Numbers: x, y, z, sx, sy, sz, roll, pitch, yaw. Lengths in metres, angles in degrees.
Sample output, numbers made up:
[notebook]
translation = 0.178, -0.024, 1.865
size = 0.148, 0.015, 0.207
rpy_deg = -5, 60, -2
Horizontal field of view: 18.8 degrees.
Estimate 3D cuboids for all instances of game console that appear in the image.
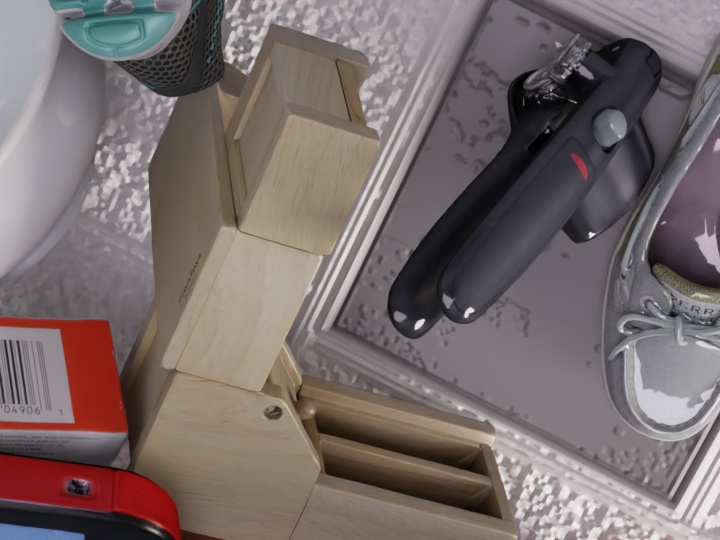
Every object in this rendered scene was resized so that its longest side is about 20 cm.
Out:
[game console]
translation = -0.183, 0.130, 0.920
size = 0.199, 0.031, 0.177
rpy_deg = 9, 140, -10

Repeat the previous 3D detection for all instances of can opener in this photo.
[can opener]
translation = 0.074, -0.035, 0.885
size = 0.063, 0.200, 0.079
rpy_deg = -32, 99, 40

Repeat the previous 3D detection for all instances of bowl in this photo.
[bowl]
translation = -0.180, -0.054, 0.957
size = 0.201, 0.201, 0.090
rpy_deg = -33, 135, 17

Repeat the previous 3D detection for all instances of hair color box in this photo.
[hair color box]
translation = -0.187, 0.098, 0.970
size = 0.111, 0.064, 0.200
rpy_deg = 4, 142, -25

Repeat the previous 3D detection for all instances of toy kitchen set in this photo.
[toy kitchen set]
translation = 0.000, 0.000, 0.959
size = 0.180, 0.163, 0.200
rpy_deg = 16, 119, -18

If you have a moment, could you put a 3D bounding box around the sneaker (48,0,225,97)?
[sneaker]
translation = -0.091, -0.160, 0.928
size = 0.077, 0.091, 0.201
rpy_deg = -9, 64, 16

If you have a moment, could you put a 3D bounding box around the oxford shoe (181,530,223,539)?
[oxford shoe]
translation = -0.038, 0.208, 1.036
size = 0.071, 0.071, 0.200
rpy_deg = -27, 97, 11

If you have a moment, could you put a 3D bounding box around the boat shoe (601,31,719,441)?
[boat shoe]
translation = 0.153, -0.016, 0.943
size = 0.074, 0.065, 0.202
rpy_deg = 22, 107, 5
